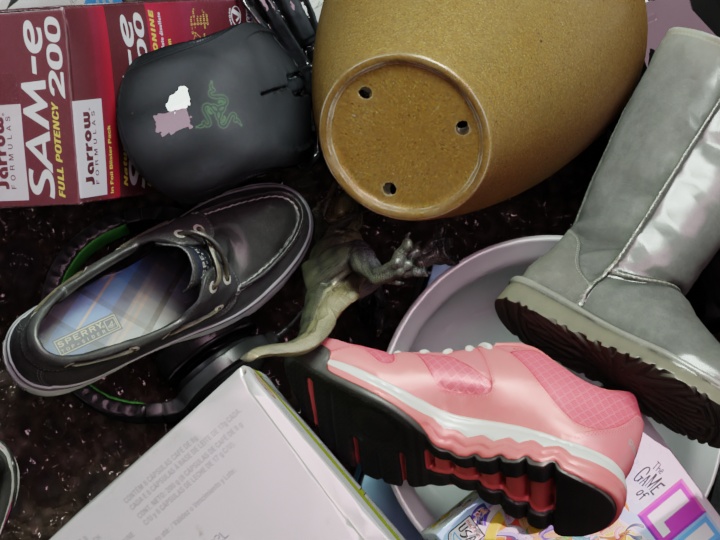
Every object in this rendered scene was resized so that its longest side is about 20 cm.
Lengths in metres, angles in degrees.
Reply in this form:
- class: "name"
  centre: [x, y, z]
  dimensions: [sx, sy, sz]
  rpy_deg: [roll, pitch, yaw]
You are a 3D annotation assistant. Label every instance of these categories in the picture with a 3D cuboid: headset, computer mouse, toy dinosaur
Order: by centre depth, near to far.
- class: "toy dinosaur"
  centre: [0.000, 0.000, 1.580]
  dimensions: [0.088, 0.200, 0.048]
  rpy_deg: [-15, 111, 18]
- class: "computer mouse"
  centre: [-0.062, -0.101, 1.624]
  dimensions: [0.200, 0.053, 0.139]
  rpy_deg: [-33, 102, -55]
- class: "headset"
  centre: [-0.085, 0.024, 1.703]
  dimensions: [0.200, 0.094, 0.124]
  rpy_deg: [-7, 77, 2]

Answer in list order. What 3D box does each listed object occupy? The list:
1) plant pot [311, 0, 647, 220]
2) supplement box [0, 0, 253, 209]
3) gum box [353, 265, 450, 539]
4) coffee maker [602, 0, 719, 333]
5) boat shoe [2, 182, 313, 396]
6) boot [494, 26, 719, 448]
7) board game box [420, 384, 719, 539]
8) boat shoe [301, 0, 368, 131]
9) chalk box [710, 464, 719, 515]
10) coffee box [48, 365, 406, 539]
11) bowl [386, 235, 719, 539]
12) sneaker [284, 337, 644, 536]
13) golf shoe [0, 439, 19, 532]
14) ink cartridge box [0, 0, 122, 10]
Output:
- class: "plant pot"
  centre: [0.049, -0.105, 1.590]
  dimensions: [0.186, 0.200, 0.187]
  rpy_deg: [6, 114, 13]
- class: "supplement box"
  centre: [-0.130, -0.096, 1.638]
  dimensions: [0.061, 0.200, 0.109]
  rpy_deg: [-2, 96, 29]
- class: "gum box"
  centre: [0.106, 0.106, 1.726]
  dimensions: [0.200, 0.045, 0.170]
  rpy_deg: [20, 75, -6]
- class: "coffee maker"
  centre: [0.218, -0.075, 1.716]
  dimensions: [0.135, 0.192, 0.200]
  rpy_deg: [-19, 84, -35]
- class: "boat shoe"
  centre: [-0.106, 0.004, 1.615]
  dimensions: [0.200, 0.066, 0.070]
  rpy_deg: [-25, 84, -22]
- class: "boot"
  centre: [0.190, -0.020, 1.583]
  dimensions: [0.182, 0.073, 0.200]
  rpy_deg: [32, 68, 21]
- class: "board game box"
  centre: [0.146, 0.181, 1.593]
  dimensions: [0.134, 0.034, 0.200]
  rpy_deg: [-39, 95, -14]
- class: "boat shoe"
  centre: [-0.002, -0.145, 1.750]
  dimensions: [0.200, 0.067, 0.074]
  rpy_deg: [-33, 85, -17]
- class: "chalk box"
  centre: [0.278, 0.147, 1.695]
  dimensions: [0.124, 0.124, 0.200]
  rpy_deg: [7, 108, -11]
- class: "coffee box"
  centre: [-0.066, 0.191, 1.569]
  dimensions: [0.200, 0.198, 0.200]
  rpy_deg: [-41, 87, -1]
- class: "bowl"
  centre: [0.097, 0.082, 1.653]
  dimensions: [0.201, 0.090, 0.201]
  rpy_deg: [1, 86, -13]
- class: "sneaker"
  centre: [0.058, 0.073, 1.562]
  dimensions: [0.200, 0.074, 0.087]
  rpy_deg: [20, 54, 14]
- class: "golf shoe"
  centre: [-0.252, 0.178, 1.608]
  dimensions: [0.073, 0.092, 0.200]
  rpy_deg: [27, 74, -7]
- class: "ink cartridge box"
  centre: [-0.231, -0.119, 1.645]
  dimensions: [0.086, 0.146, 0.200]
  rpy_deg: [26, 71, 18]
